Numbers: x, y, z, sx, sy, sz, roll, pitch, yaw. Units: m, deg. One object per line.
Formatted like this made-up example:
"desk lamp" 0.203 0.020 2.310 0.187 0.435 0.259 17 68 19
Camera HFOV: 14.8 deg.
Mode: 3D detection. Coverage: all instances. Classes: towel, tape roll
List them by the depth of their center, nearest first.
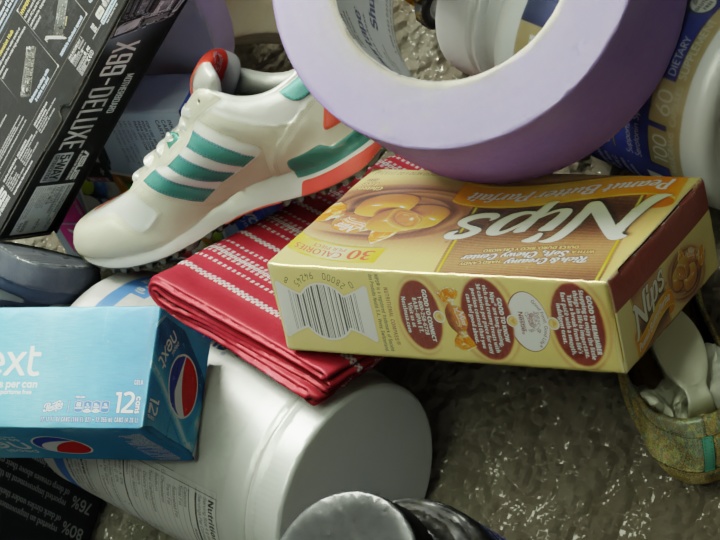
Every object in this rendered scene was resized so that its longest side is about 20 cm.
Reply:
"tape roll" 0.061 -0.150 1.410 0.199 0.085 0.202 -5 79 24
"towel" 0.000 0.000 1.518 0.199 0.023 0.144 -28 42 -36

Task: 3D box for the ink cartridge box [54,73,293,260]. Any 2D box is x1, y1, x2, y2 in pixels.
"ink cartridge box" -0.110 -0.059 1.627 0.199 0.120 0.042 -1 43 30

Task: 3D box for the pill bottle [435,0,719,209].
"pill bottle" 0.142 -0.119 1.495 0.199 0.120 0.120 25 84 38

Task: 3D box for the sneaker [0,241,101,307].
"sneaker" -0.196 0.027 1.631 0.200 0.070 0.083 169 113 -78

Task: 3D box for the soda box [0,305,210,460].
"soda box" -0.183 0.060 1.477 0.199 0.064 0.068 -1 71 24

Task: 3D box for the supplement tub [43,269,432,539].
"supplement tub" -0.074 0.089 1.531 0.199 0.132 0.133 21 81 37

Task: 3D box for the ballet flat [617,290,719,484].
"ballet flat" 0.151 0.017 1.459 0.070 0.071 0.201 -32 56 16

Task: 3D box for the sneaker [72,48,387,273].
"sneaker" -0.082 -0.072 1.528 0.199 0.094 0.070 -21 19 21

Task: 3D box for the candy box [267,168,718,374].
"candy box" 0.067 -0.003 1.409 0.199 0.056 0.115 4 30 32

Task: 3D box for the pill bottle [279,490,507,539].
"pill bottle" 0.040 0.178 1.374 0.111 0.200 0.113 -13 62 27

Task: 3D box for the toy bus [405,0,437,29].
"toy bus" 0.022 -0.197 1.553 0.078 0.200 0.065 -53 49 2

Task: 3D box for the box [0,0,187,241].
"box" -0.191 -0.142 1.566 0.158 0.050 0.201 50 126 25

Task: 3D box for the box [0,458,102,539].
"box" -0.244 0.159 1.595 0.104 0.148 0.201 10 74 35

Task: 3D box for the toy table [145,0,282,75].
"toy table" -0.110 -0.173 1.646 0.117 0.184 0.200 -50 15 -27
